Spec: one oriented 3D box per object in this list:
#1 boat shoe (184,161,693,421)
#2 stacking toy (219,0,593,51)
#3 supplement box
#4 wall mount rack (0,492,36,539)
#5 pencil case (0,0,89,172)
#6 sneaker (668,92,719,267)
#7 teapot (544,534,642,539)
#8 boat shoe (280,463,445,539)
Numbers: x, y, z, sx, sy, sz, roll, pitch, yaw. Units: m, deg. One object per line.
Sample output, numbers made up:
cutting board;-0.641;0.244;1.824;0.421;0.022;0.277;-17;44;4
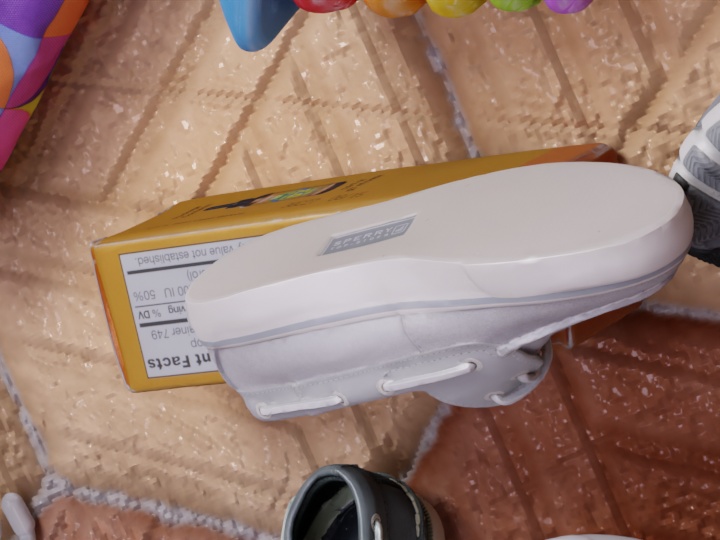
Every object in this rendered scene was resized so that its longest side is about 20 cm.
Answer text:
boat shoe;0.031;0.015;1.024;0.200;0.072;0.069;-14;114;29
stacking toy;0.057;-0.128;1.035;0.200;0.110;0.116;13;125;16
supplement box;0.000;0.000;1.113;0.200;0.067;0.069;-4;102;32
wall mount rack;-0.232;0.073;1.241;0.200;0.075;0.174;-15;118;32
pencil case;-0.154;-0.094;1.169;0.088;0.088;0.200;43;119;14
sneaker;0.170;-0.088;0.980;0.075;0.116;0.200;25;139;-13
teapot;0.074;0.158;1.023;0.197;0.200;0.146;30;138;54
boat shoe;-0.030;0.166;1.117;0.073;0.062;0.200;14;74;31
